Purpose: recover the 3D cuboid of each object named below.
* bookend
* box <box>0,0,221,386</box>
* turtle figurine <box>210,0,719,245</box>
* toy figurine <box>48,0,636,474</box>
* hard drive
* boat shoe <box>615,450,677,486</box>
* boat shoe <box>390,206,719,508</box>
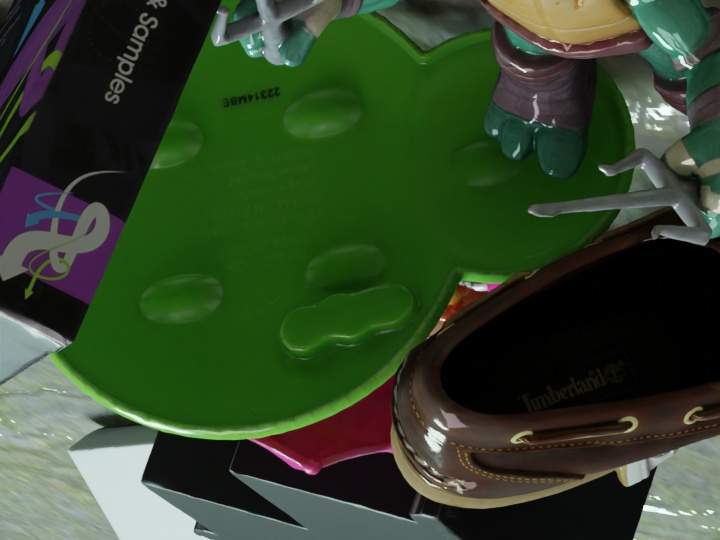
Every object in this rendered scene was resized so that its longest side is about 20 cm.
[{"bbox_3d":[-0.007,0.063,1.170,0.199,0.092,0.199,13,165,27],"label":"bookend"},{"bbox_3d":[-0.069,-0.063,0.746,0.036,0.201,0.143,28,159,-14],"label":"box"},{"bbox_3d":[0.055,-0.065,0.774,0.149,0.101,0.200,28,-179,22],"label":"turtle figurine"},{"bbox_3d":[0.000,0.000,0.978,0.199,0.151,0.184,-12,161,6],"label":"toy figurine"},{"bbox_3d":[-0.066,0.169,1.502,0.132,0.026,0.201,-10,112,56],"label":"hard drive"},{"bbox_3d":[0.111,0.032,1.035,0.069,0.071,0.200,-23,174,2],"label":"boat shoe"},{"bbox_3d":[0.104,0.015,0.861,0.071,0.199,0.070,61,164,20],"label":"boat shoe"}]
